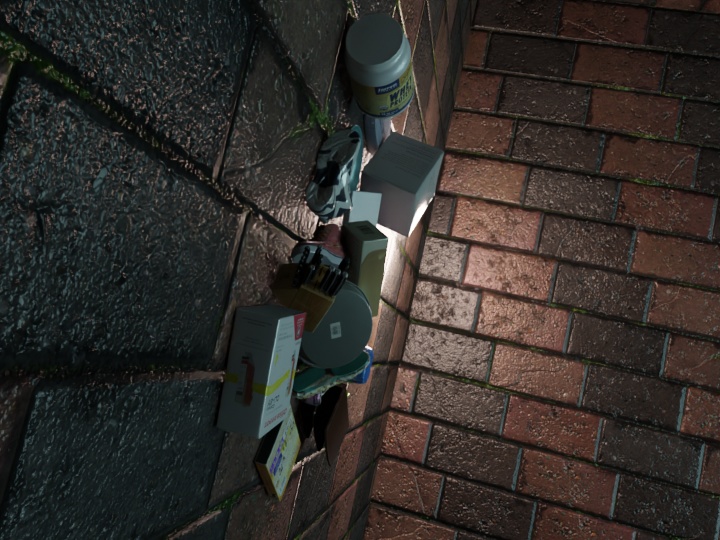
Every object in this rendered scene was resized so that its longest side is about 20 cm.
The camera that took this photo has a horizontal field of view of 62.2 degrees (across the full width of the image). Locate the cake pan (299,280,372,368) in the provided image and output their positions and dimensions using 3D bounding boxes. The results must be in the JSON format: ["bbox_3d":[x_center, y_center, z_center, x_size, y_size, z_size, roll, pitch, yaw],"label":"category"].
[{"bbox_3d":[-0.057,0.121,1.285,0.037,0.197,0.204,29,-67,62],"label":"cake pan"}]

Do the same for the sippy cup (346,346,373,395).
[{"bbox_3d":[-0.036,0.243,1.603,0.180,0.128,0.141,90,17,-45],"label":"sippy cup"}]

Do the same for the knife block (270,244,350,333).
[{"bbox_3d":[-0.069,0.038,1.114,0.201,0.173,0.065,57,43,-42],"label":"knife block"}]

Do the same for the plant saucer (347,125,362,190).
[{"bbox_3d":[-0.034,-0.242,1.409,0.200,0.027,0.204,12,90,-79],"label":"plant saucer"}]

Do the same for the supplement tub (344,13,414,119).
[{"bbox_3d":[0.042,-0.440,1.300,0.200,0.142,0.147,61,42,-71],"label":"supplement tub"}]

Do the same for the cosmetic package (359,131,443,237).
[{"bbox_3d":[0.109,-0.239,1.644,0.201,0.164,0.169,-56,163,-36],"label":"cosmetic package"}]

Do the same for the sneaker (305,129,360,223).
[{"bbox_3d":[-0.049,-0.189,1.267,0.130,0.078,0.202,76,28,-66],"label":"sneaker"}]

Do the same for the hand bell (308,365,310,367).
[{"bbox_3d":[-0.102,0.133,1.367,0.105,0.102,0.202,-67,151,-41],"label":"hand bell"}]

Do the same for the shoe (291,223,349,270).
[{"bbox_3d":[-0.088,-0.054,1.255,0.199,0.070,0.093,19,56,-63],"label":"shoe"}]

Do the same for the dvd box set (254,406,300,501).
[{"bbox_3d":[-0.179,0.402,1.324,0.202,0.029,0.148,86,19,-50],"label":"dvd box set"}]

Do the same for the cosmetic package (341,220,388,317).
[{"bbox_3d":[0.000,0.000,1.356,0.105,0.070,0.203,45,-45,48],"label":"cosmetic package"}]

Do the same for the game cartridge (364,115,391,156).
[{"bbox_3d":[0.048,-0.402,1.619,0.201,0.040,0.135,72,28,-66],"label":"game cartridge"}]

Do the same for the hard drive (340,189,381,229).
[{"bbox_3d":[-0.005,-0.090,1.444,0.131,0.026,0.204,-7,109,-57],"label":"hard drive"}]

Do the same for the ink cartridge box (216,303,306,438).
[{"bbox_3d":[-0.168,0.168,1.035,0.145,0.082,0.204,-3,104,-78],"label":"ink cartridge box"}]

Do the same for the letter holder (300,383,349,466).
[{"bbox_3d":[-0.100,0.391,1.523,0.202,0.099,0.143,88,20,-48],"label":"letter holder"}]

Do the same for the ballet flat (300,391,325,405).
[{"bbox_3d":[-0.090,0.240,1.476,0.069,0.070,0.202,-43,-156,57],"label":"ballet flat"}]

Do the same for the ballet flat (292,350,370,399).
[{"bbox_3d":[-0.072,0.235,1.358,0.064,0.197,0.076,87,-19,-59],"label":"ballet flat"}]
